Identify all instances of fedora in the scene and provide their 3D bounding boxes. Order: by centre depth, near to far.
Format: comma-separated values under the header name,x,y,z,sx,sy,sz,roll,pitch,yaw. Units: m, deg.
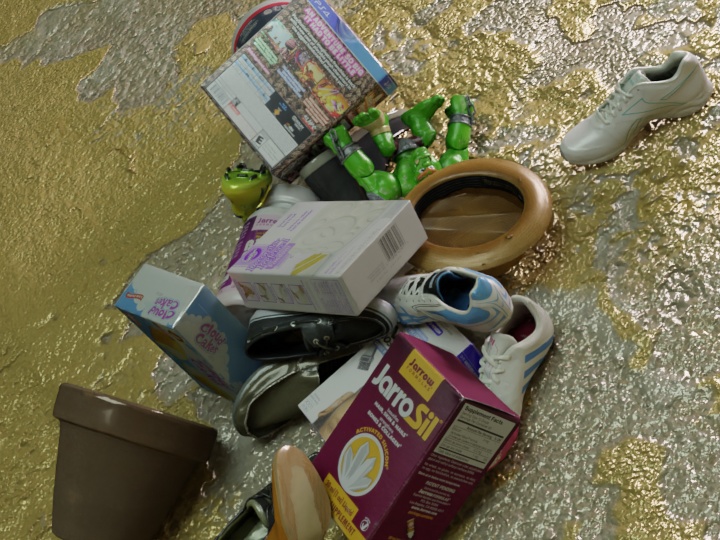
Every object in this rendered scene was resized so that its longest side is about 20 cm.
name,x,y,z,sx,sy,sz,roll,pitch,yaw
fedora,0.137,-0.047,1.531,0.199,0.082,0.202,-12,45,12

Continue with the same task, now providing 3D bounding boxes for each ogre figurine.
name,x,y,z,sx,sy,sz,roll,pitch,yaw
ogre figurine,0.066,-0.152,1.637,0.098,0.199,0.121,-35,71,55

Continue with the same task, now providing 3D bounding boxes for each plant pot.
name,x,y,z,sx,sy,sz,roll,pitch,yaw
plant pot,-0.291,0.244,1.521,0.199,0.200,0.176,11,78,38

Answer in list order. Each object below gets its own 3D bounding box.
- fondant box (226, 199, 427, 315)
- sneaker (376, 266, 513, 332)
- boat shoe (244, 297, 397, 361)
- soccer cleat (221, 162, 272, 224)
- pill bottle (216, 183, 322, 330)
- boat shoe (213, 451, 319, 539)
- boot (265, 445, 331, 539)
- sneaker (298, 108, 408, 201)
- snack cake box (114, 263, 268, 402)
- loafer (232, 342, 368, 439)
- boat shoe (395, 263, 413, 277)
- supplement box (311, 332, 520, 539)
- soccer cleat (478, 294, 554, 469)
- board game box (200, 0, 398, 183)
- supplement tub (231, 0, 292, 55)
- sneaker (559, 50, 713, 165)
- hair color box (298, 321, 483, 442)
name,x,y,z,sx,sy,sz,roll,pitch,yaw
fondant box,-0.041,-0.018,1.491,0.199,0.059,0.144,1,39,46
sneaker,0.085,0.024,1.425,0.199,0.073,0.072,4,51,49
boat shoe,-0.048,0.074,1.484,0.199,0.069,0.057,-7,45,31
soccer cleat,-0.150,-0.100,1.713,0.064,0.085,0.200,3,7,0
pill bottle,-0.110,-0.010,1.642,0.111,0.112,0.201,-5,52,30
boat shoe,-0.102,0.281,1.437,0.201,0.066,0.072,-47,44,-9
boot,-0.091,0.296,1.344,0.143,0.070,0.203,-24,79,42
sneaker,0.015,-0.134,1.705,0.200,0.107,0.075,-36,2,-33
snack cake box,-0.193,0.084,1.558,0.114,0.200,0.067,19,67,41
loafer,-0.067,0.135,1.526,0.200,0.075,0.070,-40,40,-2
boat shoe,0.000,0.000,1.588,0.200,0.071,0.072,-45,34,-13
supplement box,0.051,0.191,1.346,0.201,0.103,0.131,-57,43,10
soccer cleat,0.149,0.118,1.393,0.069,0.086,0.201,9,61,37
board game box,-0.079,-0.242,1.674,0.200,0.097,0.160,-41,83,6
supplement tub,-0.095,-0.291,1.839,0.140,0.141,0.200,-36,44,2
sneaker,0.324,-0.202,1.544,0.199,0.080,0.071,-31,46,10
hair color box,0.038,0.135,1.468,0.200,0.065,0.109,-42,44,-2
